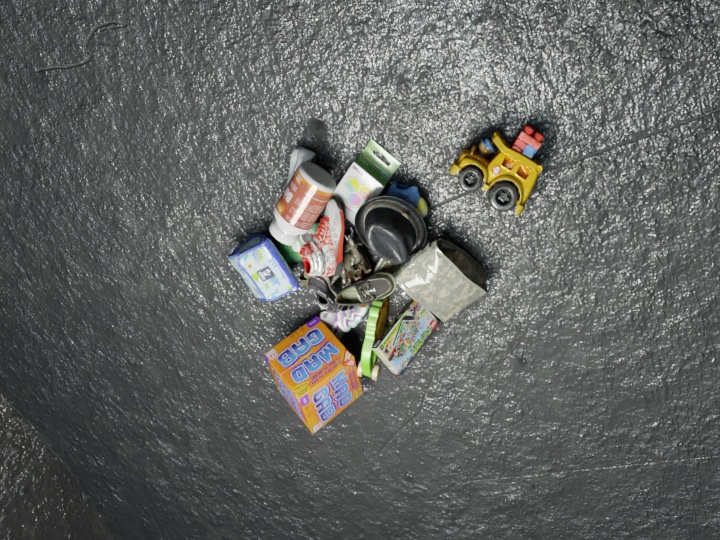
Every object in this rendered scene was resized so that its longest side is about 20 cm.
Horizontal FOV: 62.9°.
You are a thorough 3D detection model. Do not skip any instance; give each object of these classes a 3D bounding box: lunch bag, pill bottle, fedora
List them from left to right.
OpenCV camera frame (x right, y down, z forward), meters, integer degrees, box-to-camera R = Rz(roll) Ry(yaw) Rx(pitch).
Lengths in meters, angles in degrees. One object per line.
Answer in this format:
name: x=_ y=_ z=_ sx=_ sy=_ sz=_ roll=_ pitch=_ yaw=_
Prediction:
lunch bag: x=-0.272 y=-0.009 z=1.700 sx=0.198 sy=0.128 sz=0.172 roll=-6 pitch=124 yaw=53
pill bottle: x=-0.156 y=-0.169 z=1.528 sx=0.111 sy=0.113 sz=0.201 roll=35 pitch=115 yaw=-3
fedora: x=0.072 y=-0.085 z=1.486 sx=0.195 sy=0.093 sz=0.204 roll=7 pitch=131 yaw=8
lunch bag: x=0.210 y=0.014 z=1.557 sx=0.198 sy=0.119 sz=0.163 roll=35 pitch=127 yaw=-22

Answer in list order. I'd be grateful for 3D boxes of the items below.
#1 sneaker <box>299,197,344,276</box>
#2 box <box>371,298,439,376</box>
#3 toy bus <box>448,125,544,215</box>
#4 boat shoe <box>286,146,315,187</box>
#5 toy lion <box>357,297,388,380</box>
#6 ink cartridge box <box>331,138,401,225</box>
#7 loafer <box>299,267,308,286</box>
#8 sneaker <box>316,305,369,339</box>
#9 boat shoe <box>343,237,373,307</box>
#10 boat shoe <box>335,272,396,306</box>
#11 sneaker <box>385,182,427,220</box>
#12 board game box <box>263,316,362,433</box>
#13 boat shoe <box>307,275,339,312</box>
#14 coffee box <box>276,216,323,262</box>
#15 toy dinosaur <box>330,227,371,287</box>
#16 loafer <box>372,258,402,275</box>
sneaker: x=-0.102 y=-0.085 z=1.528 sx=0.067 sy=0.106 sz=0.207 roll=19 pitch=111 yaw=61
box: x=0.130 y=0.184 z=1.662 sx=0.110 sy=0.201 sz=0.035 roll=47 pitch=155 yaw=-13
toy bus: x=0.328 y=-0.254 z=1.364 sx=0.197 sy=0.136 sz=0.195 roll=29 pitch=113 yaw=4
boat shoe: x=-0.157 y=-0.232 z=1.592 sx=0.064 sy=0.072 sz=0.204 roll=19 pitch=117 yaw=13
toy lion: x=0.043 y=0.185 z=1.697 sx=0.067 sy=0.203 sz=0.194 roll=11 pitch=143 yaw=15
ink cartridge box: x=0.007 y=-0.227 z=1.535 sx=0.103 sy=0.060 sz=0.201 roll=37 pitch=125 yaw=-3
loafer: x=-0.124 y=-0.002 z=1.664 sx=0.066 sy=0.078 sz=0.201 roll=16 pitch=145 yaw=-14
sneaker: x=-0.068 y=0.116 z=1.763 sx=0.139 sy=0.078 sz=0.200 roll=40 pitch=125 yaw=-7
boat shoe: x=0.000 y=0.000 z=1.671 sx=0.069 sy=0.070 sz=0.205 roll=1 pitch=111 yaw=38
boat shoe: x=0.011 y=0.061 z=1.600 sx=0.198 sy=0.066 sz=0.073 roll=-17 pitch=102 yaw=41
sneaker: x=0.079 y=-0.172 z=1.546 sx=0.196 sy=0.076 sz=0.108 roll=-12 pitch=100 yaw=24
board game box: x=-0.137 y=0.311 z=1.760 sx=0.199 sy=0.198 sz=0.202 roll=41 pitch=156 yaw=37
boat shoe: x=-0.109 y=0.074 z=1.645 sx=0.071 sy=0.064 sz=0.201 roll=17 pitch=153 yaw=20
coffee box: x=-0.145 y=-0.089 z=1.687 sx=0.195 sy=0.044 sz=0.125 roll=-3 pitch=121 yaw=23
toy dinosaur: x=-0.032 y=-0.023 z=1.607 sx=0.200 sy=0.076 sz=0.104 roll=-50 pitch=58 yaw=50
loafer: x=0.087 y=-0.025 z=1.619 sx=0.068 sy=0.075 sz=0.203 roll=25 pitch=126 yaw=9
